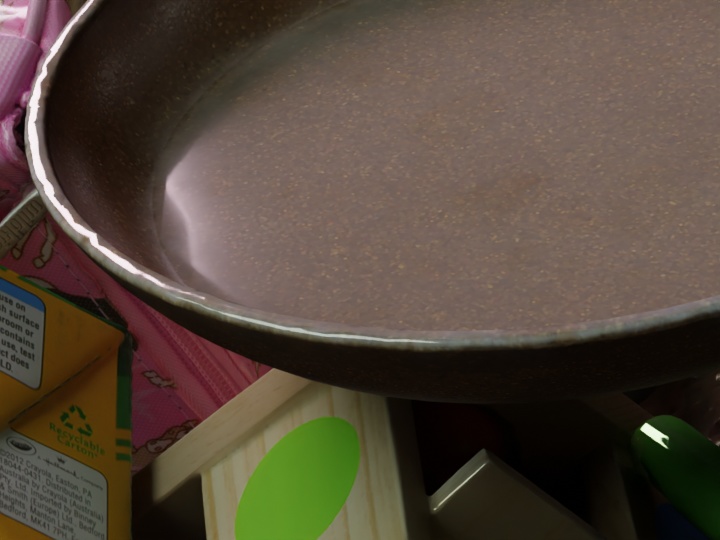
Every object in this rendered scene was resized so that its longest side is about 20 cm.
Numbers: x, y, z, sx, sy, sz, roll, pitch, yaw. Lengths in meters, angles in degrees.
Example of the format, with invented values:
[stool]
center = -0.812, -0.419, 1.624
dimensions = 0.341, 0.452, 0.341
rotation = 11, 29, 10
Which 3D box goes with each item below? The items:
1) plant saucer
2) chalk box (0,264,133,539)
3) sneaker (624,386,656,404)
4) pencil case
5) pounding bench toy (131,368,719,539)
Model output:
[plant saucer]
center = 0.036, -0.032, 0.575
dimensions = 0.200, 0.032, 0.200
rotation = -6, 33, 4
[chalk box]
center = -0.152, 0.085, 0.603
dimensions = 0.200, 0.125, 0.124
rotation = -42, 33, 30
[sneaker]
center = 0.000, 0.000, 0.763
dimensions = 0.076, 0.091, 0.200
rotation = -27, 39, -33
[pencil case]
center = -0.055, 0.017, 0.686
dimensions = 0.083, 0.200, 0.087
rotation = -23, 38, 17
[pounding bench toy]
center = 0.043, 0.079, 0.574
dimensions = 0.200, 0.124, 0.156
rotation = -38, 35, 24
